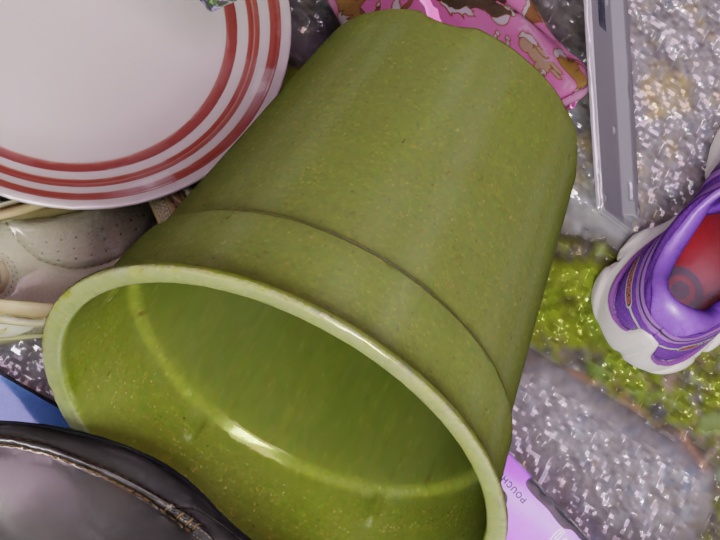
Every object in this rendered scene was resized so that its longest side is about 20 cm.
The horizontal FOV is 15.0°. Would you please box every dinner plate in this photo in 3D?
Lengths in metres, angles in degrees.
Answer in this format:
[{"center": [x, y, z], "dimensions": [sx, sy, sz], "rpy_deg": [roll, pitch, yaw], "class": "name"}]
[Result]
[{"center": [-0.129, -0.113, 1.187], "dimensions": [0.199, 0.024, 0.202], "rpy_deg": [6, 62, -11], "class": "dinner plate"}]

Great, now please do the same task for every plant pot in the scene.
[{"center": [0.000, 0.000, 1.111], "dimensions": [0.199, 0.200, 0.191], "rpy_deg": [33, 55, -7], "class": "plant pot"}]

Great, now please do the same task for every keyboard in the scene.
[{"center": [0.112, -0.121, 1.259], "dimensions": [0.011, 0.056, 0.202], "rpy_deg": [-7, 78, 24], "class": "keyboard"}]

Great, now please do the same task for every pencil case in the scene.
[{"center": [0.021, -0.143, 1.222], "dimensions": [0.083, 0.086, 0.201], "rpy_deg": [-32, 89, 17], "class": "pencil case"}]

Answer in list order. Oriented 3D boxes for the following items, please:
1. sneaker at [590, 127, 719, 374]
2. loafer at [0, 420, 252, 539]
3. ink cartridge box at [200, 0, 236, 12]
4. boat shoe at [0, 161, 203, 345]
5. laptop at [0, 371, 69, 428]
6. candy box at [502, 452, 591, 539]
[{"center": [0.192, -0.031, 1.246], "dimensions": [0.081, 0.083, 0.200], "rpy_deg": [42, 71, -4], "class": "sneaker"}, {"center": [-0.077, 0.119, 1.070], "dimensions": [0.199, 0.072, 0.073], "rpy_deg": [27, 90, -5], "class": "loafer"}, {"center": [-0.065, -0.214, 1.120], "dimensions": [0.108, 0.051, 0.201], "rpy_deg": [-22, 122, 19], "class": "ink cartridge box"}, {"center": [-0.107, -0.008, 1.168], "dimensions": [0.199, 0.063, 0.074], "rpy_deg": [-6, 81, -16], "class": "boat shoe"}, {"center": [-0.178, 0.123, 1.089], "dimensions": [0.115, 0.200, 0.188], "rpy_deg": [23, 78, 25], "class": "laptop"}, {"center": [0.038, 0.202, 1.163], "dimensions": [0.168, 0.072, 0.200], "rpy_deg": [47, 71, -2], "class": "candy box"}]
